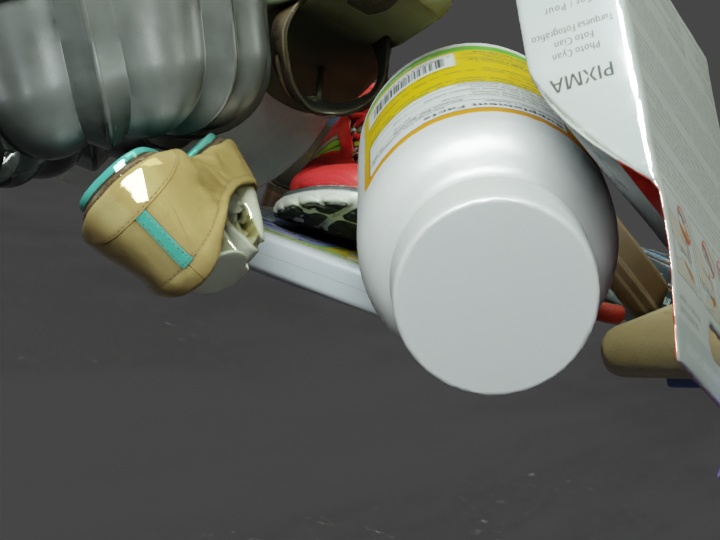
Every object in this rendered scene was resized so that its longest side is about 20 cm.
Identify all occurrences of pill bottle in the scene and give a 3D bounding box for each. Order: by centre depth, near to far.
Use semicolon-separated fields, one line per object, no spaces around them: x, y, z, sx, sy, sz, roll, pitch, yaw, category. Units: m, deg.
0.053;-0.023;0.804;0.110;0.112;0.200;16;19;-5;pill bottle

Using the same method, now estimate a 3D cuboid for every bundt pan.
-0.131;-0.088;0.875;0.200;0.077;0.202;-14;0;0;bundt pan

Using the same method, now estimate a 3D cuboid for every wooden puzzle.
0.251;0.030;0.975;0.184;0.047;0.199;-2;13;38;wooden puzzle

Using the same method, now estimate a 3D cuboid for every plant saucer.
0.113;-0.048;1.055;0.201;0.029;0.200;50;6;-8;plant saucer

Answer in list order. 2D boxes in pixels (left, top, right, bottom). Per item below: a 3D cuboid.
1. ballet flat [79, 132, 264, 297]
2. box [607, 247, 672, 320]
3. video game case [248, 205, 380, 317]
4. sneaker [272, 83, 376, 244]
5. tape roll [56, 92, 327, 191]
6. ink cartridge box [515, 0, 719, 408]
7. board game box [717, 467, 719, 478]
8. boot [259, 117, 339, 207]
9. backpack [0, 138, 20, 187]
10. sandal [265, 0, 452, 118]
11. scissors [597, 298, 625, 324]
-0.074;-0.017;0.800;0.063;0.069;0.200;45;9;0;ballet flat
0.251;0.030;1.241;0.157;0.047;0.200;16;5;-11;box
0.000;0.000;0.980;0.198;0.022;0.182;20;6;22;video game case
0.000;-0.060;1.004;0.076;0.086;0.200;16;5;-3;sneaker
-0.108;-0.132;1.019;0.200;0.203;0.071;15;41;-14;tape roll
0.117;-0.029;0.751;0.047;0.202;0.160;-14;-25;21;ink cartridge box
0.253;0.090;0.712;0.199;0.045;0.134;12;7;-42;board game box
0.030;-0.058;1.255;0.198;0.098;0.075;18;6;18;boot
-0.216;-0.130;0.683;0.149;0.202;0.177;-8;17;-24;backpack
-0.015;-0.109;0.906;0.079;0.058;0.201;15;-13;-12;sandal
0.097;0.004;1.052;0.072;0.014;0.200;14;6;-9;scissors
